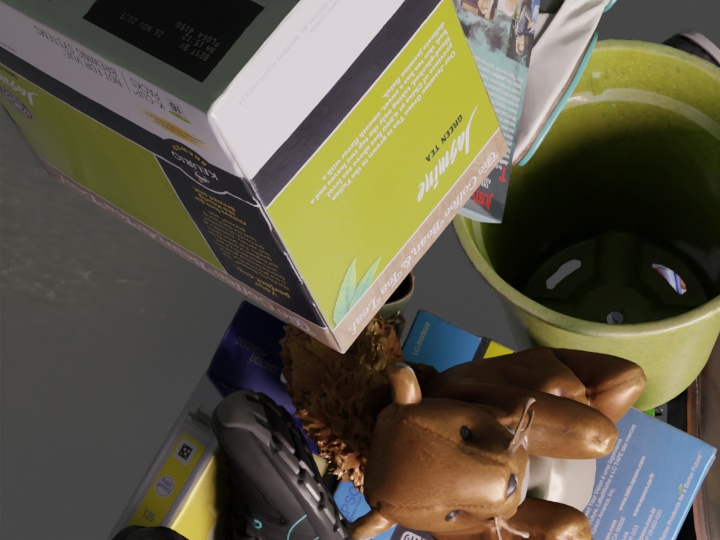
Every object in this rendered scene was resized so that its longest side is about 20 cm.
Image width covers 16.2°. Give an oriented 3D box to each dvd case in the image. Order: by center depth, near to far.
[{"bbox_3d":[0.054,-0.137,1.371,0.146,0.022,0.201,18,80,-58],"label":"dvd case"}]

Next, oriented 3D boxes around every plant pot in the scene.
[{"bbox_3d":[0.156,-0.007,1.547,0.200,0.200,0.184,-47,158,-20],"label":"plant pot"}]

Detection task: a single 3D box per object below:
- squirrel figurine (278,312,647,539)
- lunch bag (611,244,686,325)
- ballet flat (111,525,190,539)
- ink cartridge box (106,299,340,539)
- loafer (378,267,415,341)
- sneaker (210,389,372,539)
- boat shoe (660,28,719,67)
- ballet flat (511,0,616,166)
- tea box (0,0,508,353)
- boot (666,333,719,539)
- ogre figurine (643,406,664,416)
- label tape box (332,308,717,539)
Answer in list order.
[{"bbox_3d":[0.037,0.097,1.358,0.186,0.199,0.142,1,107,-61],"label":"squirrel figurine"},{"bbox_3d":[0.242,-0.008,1.755,0.160,0.075,0.200,-43,144,-30],"label":"lunch bag"},{"bbox_3d":[-0.090,0.203,1.392,0.067,0.057,0.200,-49,147,-13],"label":"ballet flat"},{"bbox_3d":[-0.060,0.137,1.474,0.200,0.047,0.198,-58,148,0],"label":"ink cartridge box"},{"bbox_3d":[0.000,0.000,1.419,0.072,0.063,0.200,-51,147,-30],"label":"loafer"},{"bbox_3d":[-0.043,0.149,1.398,0.079,0.076,0.200,-26,128,4],"label":"sneaker"},{"bbox_3d":[0.232,-0.057,1.624,0.060,0.201,0.074,-24,179,-19],"label":"boat shoe"},{"bbox_3d":[0.116,-0.157,1.470,0.200,0.069,0.069,-58,149,-8],"label":"ballet flat"},{"bbox_3d":[-0.067,-0.099,1.120,0.134,0.200,0.197,-50,148,-16],"label":"tea box"},{"bbox_3d":[0.244,0.113,1.635,0.096,0.201,0.075,-1,157,-10],"label":"boot"},{"bbox_3d":[0.147,0.180,1.646,0.098,0.120,0.201,-8,89,-16],"label":"ogre figurine"},{"bbox_3d":[0.091,0.128,1.508,0.145,0.199,0.063,-64,-174,-3],"label":"label tape box"}]
